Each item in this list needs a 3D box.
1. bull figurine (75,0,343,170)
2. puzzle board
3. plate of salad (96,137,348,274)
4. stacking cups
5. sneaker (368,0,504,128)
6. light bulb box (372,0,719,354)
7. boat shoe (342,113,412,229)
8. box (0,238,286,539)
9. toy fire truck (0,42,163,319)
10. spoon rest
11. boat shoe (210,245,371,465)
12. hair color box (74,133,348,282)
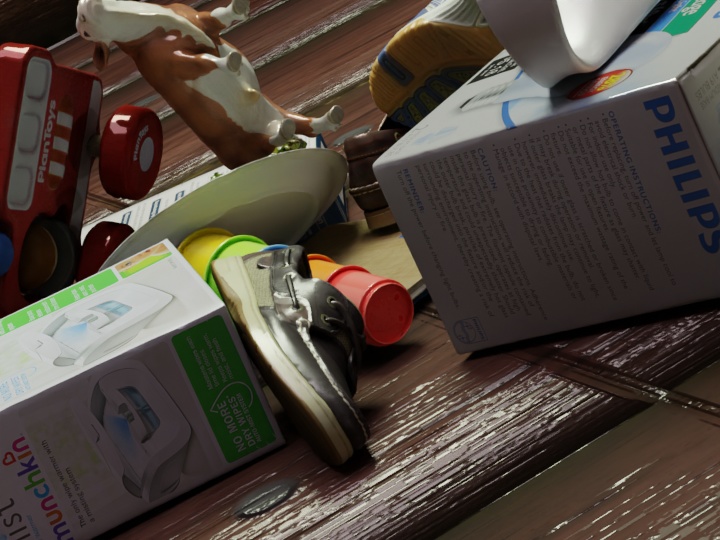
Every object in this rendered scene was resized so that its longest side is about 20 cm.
[{"bbox_3d":[-0.106,-0.137,1.520,0.121,0.200,0.065,1,58,45],"label":"bull figurine"},{"bbox_3d":[0.000,0.000,1.447,0.200,0.017,0.151,-8,22,47],"label":"puzzle board"},{"bbox_3d":[-0.100,-0.031,1.501,0.200,0.048,0.200,-28,-18,-10],"label":"plate of salad"},{"bbox_3d":[-0.045,0.015,1.351,0.060,0.061,0.200,-33,24,-25],"label":"stacking cups"},{"bbox_3d":[0.084,-0.170,1.439,0.200,0.075,0.088,-42,12,39],"label":"sneaker"},{"bbox_3d":[0.151,-0.066,1.223,0.200,0.125,0.198,-15,19,37],"label":"light bulb box"},{"bbox_3d":[0.046,-0.090,1.544,0.070,0.070,0.200,-21,7,25],"label":"boat shoe"},{"bbox_3d":[-0.157,0.077,1.290,0.176,0.097,0.200,-25,16,-7],"label":"box"},{"bbox_3d":[-0.224,-0.049,1.511,0.112,0.201,0.168,11,1,17],"label":"toy fire truck"},{"bbox_3d":[0.114,-0.136,1.198,0.099,0.061,0.200,-18,4,22],"label":"spoon rest"},{"bbox_3d":[-0.030,0.035,1.214,0.065,0.073,0.200,-29,34,-5],"label":"boat shoe"},{"bbox_3d":[-0.111,-0.032,1.636,0.200,0.061,0.100,-23,17,6],"label":"hair color box"}]
